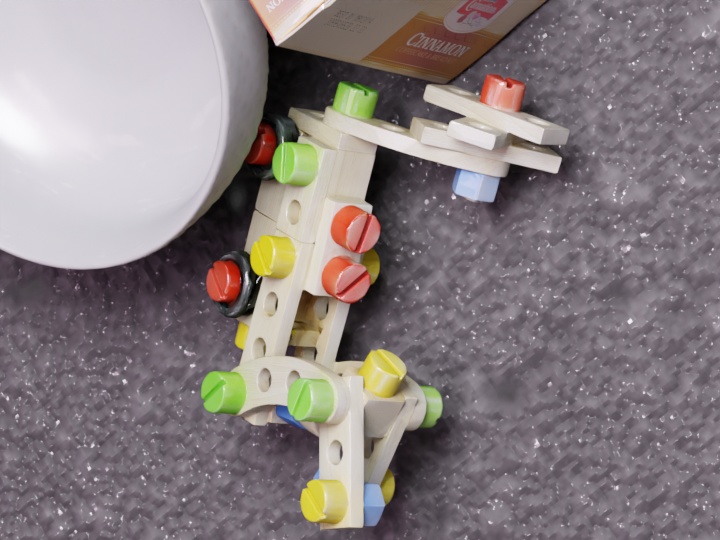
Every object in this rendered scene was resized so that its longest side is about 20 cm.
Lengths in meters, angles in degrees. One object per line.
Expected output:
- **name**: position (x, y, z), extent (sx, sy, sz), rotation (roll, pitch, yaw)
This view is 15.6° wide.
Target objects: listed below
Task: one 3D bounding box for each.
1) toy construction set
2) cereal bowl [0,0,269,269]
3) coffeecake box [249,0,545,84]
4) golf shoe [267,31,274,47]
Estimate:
- **toy construction set**: position (0.000, 0.000, 1.104), extent (0.131, 0.092, 0.201), rotation (30, 95, 50)
- **cereal bowl**: position (-0.120, -0.105, 1.114), extent (0.199, 0.083, 0.201), rotation (16, 123, 25)
- **coffeecake box**: position (-0.023, -0.183, 1.087), extent (0.073, 0.153, 0.200), rotation (-39, 71, 20)
- **golf shoe**: position (-0.097, -0.181, 1.181), extent (0.078, 0.094, 0.200), rotation (-35, 95, -15)
